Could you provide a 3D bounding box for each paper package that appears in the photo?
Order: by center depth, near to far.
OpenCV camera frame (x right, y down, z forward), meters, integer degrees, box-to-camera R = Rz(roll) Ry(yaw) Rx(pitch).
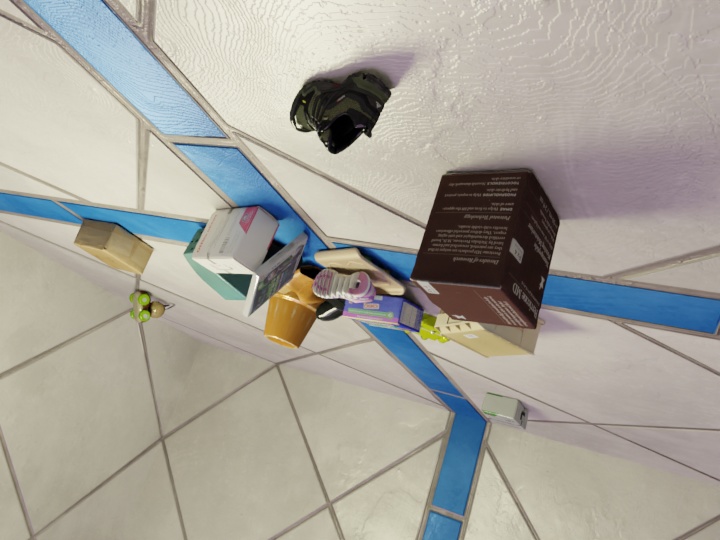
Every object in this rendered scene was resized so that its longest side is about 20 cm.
[{"bbox_3d":[-0.864,-0.084,2.133,0.188,0.105,0.200,11,161,29],"label":"paper package"}]

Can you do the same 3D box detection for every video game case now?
[{"bbox_3d":[-0.216,0.013,1.534,0.023,0.182,0.201,40,143,9],"label":"video game case"}]

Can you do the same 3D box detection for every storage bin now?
[{"bbox_3d":[0.324,0.143,1.561,0.197,0.095,0.199,27,161,-20],"label":"storage bin"}]

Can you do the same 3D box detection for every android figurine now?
[{"bbox_3d":[0.195,0.175,1.875,0.179,0.042,0.200,22,163,-5],"label":"android figurine"}]

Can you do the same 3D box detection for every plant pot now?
[{"bbox_3d":[-0.398,-0.028,1.759,0.140,0.143,0.200,-2,145,48],"label":"plant pot"},{"bbox_3d":[-0.232,0.153,2.018,0.197,0.186,0.201,17,162,6],"label":"plant pot"}]

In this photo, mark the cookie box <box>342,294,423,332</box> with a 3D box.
[{"bbox_3d":[0.067,0.118,1.709,0.168,0.077,0.200,6,170,24],"label":"cookie box"}]

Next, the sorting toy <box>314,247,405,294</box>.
[{"bbox_3d":[0.000,0.000,1.592,0.184,0.037,0.199,-2,147,49],"label":"sorting toy"}]

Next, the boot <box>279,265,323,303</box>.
[{"bbox_3d":[-0.139,0.040,1.799,0.199,0.072,0.143,13,151,-43],"label":"boot"}]

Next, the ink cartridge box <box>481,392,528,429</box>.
[{"bbox_3d":[0.613,0.596,2.568,0.145,0.084,0.200,7,157,32],"label":"ink cartridge box"}]

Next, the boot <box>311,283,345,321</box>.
[{"bbox_3d":[-0.093,0.084,1.792,0.163,0.067,0.200,-20,157,14],"label":"boot"}]

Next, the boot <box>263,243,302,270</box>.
[{"bbox_3d":[-0.272,-0.040,1.696,0.198,0.078,0.138,27,166,-16],"label":"boot"}]

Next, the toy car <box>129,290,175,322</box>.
[{"bbox_3d":[-1.057,0.180,3.110,0.198,0.161,0.163,-3,-177,-39],"label":"toy car"}]

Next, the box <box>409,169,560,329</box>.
[{"bbox_3d":[0.210,-0.034,0.999,0.162,0.203,0.166,4,157,38],"label":"box"}]

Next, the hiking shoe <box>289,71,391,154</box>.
[{"bbox_3d":[-0.048,-0.221,0.890,0.075,0.102,0.198,33,157,-36],"label":"hiking shoe"}]

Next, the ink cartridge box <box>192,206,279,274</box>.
[{"bbox_3d":[-0.312,-0.074,1.512,0.198,0.148,0.083,1,152,46],"label":"ink cartridge box"}]

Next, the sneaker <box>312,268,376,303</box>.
[{"bbox_3d":[-0.039,0.049,1.598,0.198,0.082,0.088,5,160,39],"label":"sneaker"}]
